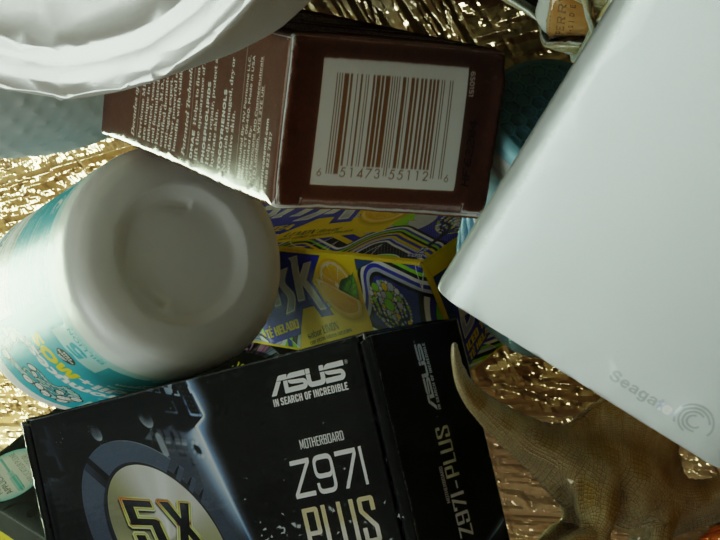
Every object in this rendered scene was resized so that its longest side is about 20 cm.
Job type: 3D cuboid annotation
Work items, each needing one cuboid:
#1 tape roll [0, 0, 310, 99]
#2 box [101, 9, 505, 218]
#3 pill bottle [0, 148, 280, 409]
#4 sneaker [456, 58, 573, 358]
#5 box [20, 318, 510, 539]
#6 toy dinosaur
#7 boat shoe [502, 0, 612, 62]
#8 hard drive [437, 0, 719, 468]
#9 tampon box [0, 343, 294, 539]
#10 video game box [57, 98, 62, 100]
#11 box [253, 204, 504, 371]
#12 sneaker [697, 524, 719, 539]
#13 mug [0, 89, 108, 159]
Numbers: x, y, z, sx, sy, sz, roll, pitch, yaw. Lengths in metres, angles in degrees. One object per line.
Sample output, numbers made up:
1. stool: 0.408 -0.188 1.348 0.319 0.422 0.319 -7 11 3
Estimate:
1. tape roll: -0.094 -0.162 0.691 0.202 0.071 0.203 6 107 20
2. box: -0.032 -0.076 0.873 0.200 0.100 0.075 28 113 60
3. pill bottle: -0.127 0.011 1.019 0.111 0.111 0.200 54 152 -7
4. sneaker: 0.118 0.015 0.854 0.200 0.079 0.131 49 151 22
5. box: -0.039 0.123 0.917 0.199 0.086 0.164 -14 86 31
6. toy dinosaur: 0.101 0.099 0.890 0.199 0.102 0.058 20 173 -23
7. boat shoe: 0.092 -0.109 0.751 0.200 0.068 0.075 35 148 26
8. hard drive: 0.129 -0.035 0.715 0.132 0.026 0.200 32 123 2
9. tampon box: -0.097 0.132 1.164 0.150 0.200 0.127 20 140 42
10. video game box: -0.115 -0.197 0.824 0.200 0.182 0.047 49 148 0
11. box: 0.000 0.000 1.007 0.200 0.070 0.064 5 124 52
12. sneaker: 0.148 0.182 1.003 0.075 0.078 0.200 47 151 7
13. mug: -0.176 -0.147 0.990 0.200 0.175 0.148 -57 45 27
